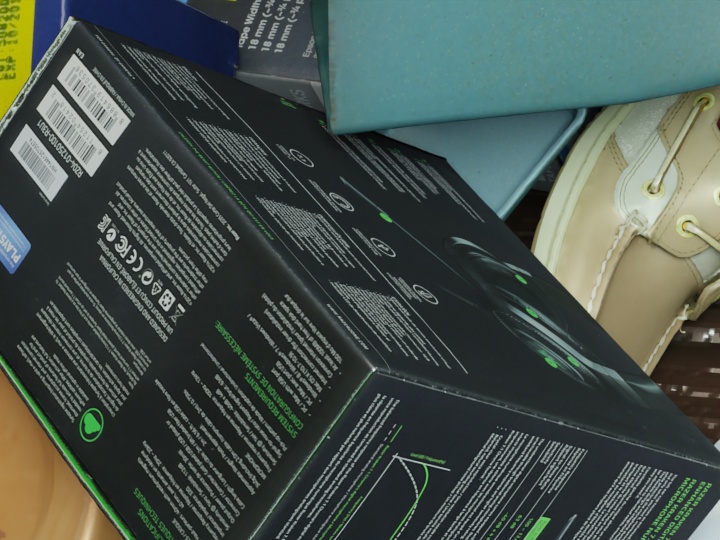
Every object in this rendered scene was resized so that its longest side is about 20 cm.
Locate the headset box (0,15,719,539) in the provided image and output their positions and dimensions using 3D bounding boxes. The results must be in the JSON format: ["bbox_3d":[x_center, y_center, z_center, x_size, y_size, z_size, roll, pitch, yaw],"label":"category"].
[{"bbox_3d":[-0.004,0.029,0.828,0.093,0.199,0.174,-54,52,16],"label":"headset box"}]

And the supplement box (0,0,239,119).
[{"bbox_3d":[-0.156,-0.039,0.987,0.199,0.109,0.110,-5,76,30],"label":"supplement box"}]

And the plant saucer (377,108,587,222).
[{"bbox_3d":[0.000,0.000,0.958,0.070,0.019,0.200,46,103,28],"label":"plant saucer"}]

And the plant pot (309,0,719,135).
[{"bbox_3d":[0.083,-0.137,0.861,0.199,0.142,0.141,-3,24,-3],"label":"plant pot"}]

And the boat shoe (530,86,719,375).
[{"bbox_3d":[0.115,-0.028,0.943,0.066,0.074,0.201,11,65,31],"label":"boat shoe"}]

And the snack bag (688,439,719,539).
[{"bbox_3d":[0.153,0.130,0.830,0.189,0.021,0.200,-45,56,-9],"label":"snack bag"}]

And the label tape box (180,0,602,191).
[{"bbox_3d":[0.008,-0.118,1.040,0.199,0.063,0.145,10,65,26],"label":"label tape box"}]

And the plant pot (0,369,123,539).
[{"bbox_3d":[-0.113,0.092,0.895,0.199,0.140,0.201,-9,66,21],"label":"plant pot"}]
